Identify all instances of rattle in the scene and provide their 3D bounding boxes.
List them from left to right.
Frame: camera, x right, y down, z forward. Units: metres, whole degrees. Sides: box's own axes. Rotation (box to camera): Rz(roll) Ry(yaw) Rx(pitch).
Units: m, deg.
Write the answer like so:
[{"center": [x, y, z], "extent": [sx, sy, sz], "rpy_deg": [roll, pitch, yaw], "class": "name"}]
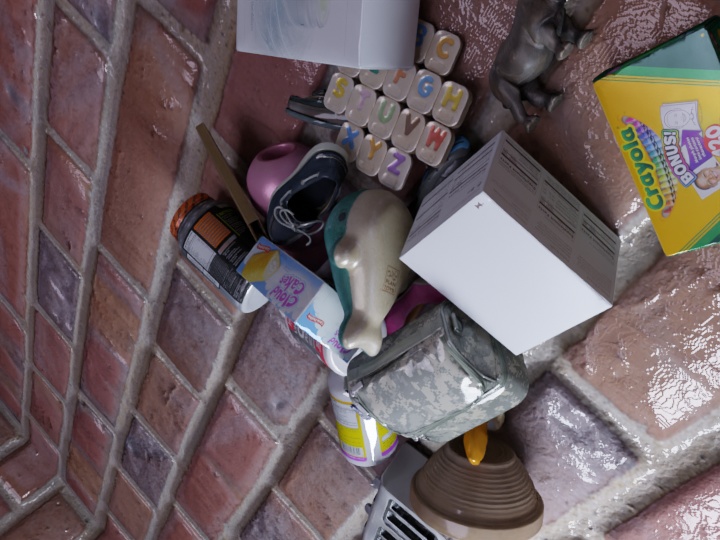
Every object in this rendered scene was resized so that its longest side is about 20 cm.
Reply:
[{"center": [0.110, 0.203, 1.045], "extent": [0.196, 0.145, 0.131], "rpy_deg": [17, 150, 23], "class": "rattle"}]

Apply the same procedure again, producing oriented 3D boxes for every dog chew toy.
[{"center": [-0.098, -0.089, 1.069], "extent": [0.122, 0.125, 0.204], "rpy_deg": [11, 130, 36], "class": "dog chew toy"}]

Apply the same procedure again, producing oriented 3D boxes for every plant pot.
[{"center": [0.172, 0.302, 1.020], "extent": [0.197, 0.199, 0.096], "rpy_deg": [14, 104, 35], "class": "plant pot"}]

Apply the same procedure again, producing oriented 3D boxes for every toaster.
[{"center": [0.106, 0.425, 1.193], "extent": [0.198, 0.118, 0.184], "rpy_deg": [34, 134, 21], "class": "toaster"}]

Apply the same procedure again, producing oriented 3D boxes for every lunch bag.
[{"center": [0.094, 0.128, 0.917], "extent": [0.199, 0.166, 0.142], "rpy_deg": [-35, 46, 34], "class": "lunch bag"}]

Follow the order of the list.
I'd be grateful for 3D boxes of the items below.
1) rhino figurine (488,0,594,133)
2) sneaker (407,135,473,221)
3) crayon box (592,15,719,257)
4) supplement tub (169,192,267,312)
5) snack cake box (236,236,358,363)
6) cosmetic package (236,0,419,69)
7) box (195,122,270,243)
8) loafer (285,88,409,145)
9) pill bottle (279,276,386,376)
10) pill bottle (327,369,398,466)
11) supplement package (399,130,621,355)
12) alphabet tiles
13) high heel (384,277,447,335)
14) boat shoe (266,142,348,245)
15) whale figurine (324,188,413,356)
[{"center": [0.196, -0.257, 0.741], "extent": [0.087, 0.059, 0.203], "rpy_deg": [44, 134, 27], "class": "rhino figurine"}, {"center": [0.109, -0.091, 0.926], "extent": [0.081, 0.074, 0.202], "rpy_deg": [29, 138, 1], "class": "sneaker"}, {"center": [0.330, -0.128, 0.699], "extent": [0.117, 0.058, 0.204], "rpy_deg": [-19, 101, 46], "class": "crayon box"}, {"center": [-0.229, -0.035, 1.212], "extent": [0.199, 0.122, 0.124], "rpy_deg": [42, 136, 15], "class": "supplement tub"}, {"center": [-0.081, 0.037, 0.980], "extent": [0.115, 0.068, 0.199], "rpy_deg": [44, 173, -37], "class": "snack cake box"}, {"center": [-0.036, -0.351, 0.819], "extent": [0.196, 0.122, 0.205], "rpy_deg": [17, 112, 32], "class": "cosmetic package"}, {"center": [-0.189, -0.111, 1.101], "extent": [0.202, 0.021, 0.164], "rpy_deg": [59, 173, 25], "class": "box"}, {"center": [-0.013, -0.221, 0.957], "extent": [0.196, 0.071, 0.065], "rpy_deg": [20, 108, 24], "class": "loafer"}, {"center": [-0.053, 0.076, 1.105], "extent": [0.199, 0.109, 0.113], "rpy_deg": [30, 135, 52], "class": "pill bottle"}, {"center": [0.003, 0.215, 1.167], "extent": [0.102, 0.104, 0.205], "rpy_deg": [11, 123, 36], "class": "pill bottle"}, {"center": [0.174, -0.025, 0.819], "extent": [0.199, 0.112, 0.155], "rpy_deg": [38, 138, -13], "class": "supplement package"}, {"center": [0.041, -0.213, 0.875], "extent": [0.198, 0.014, 0.199], "rpy_deg": [33, 107, 27], "class": "alphabet tiles"}, {"center": [0.092, 0.056, 1.011], "extent": [0.197, 0.066, 0.099], "rpy_deg": [-9, 99, 50], "class": "high heel"}, {"center": [-0.076, -0.086, 0.942], "extent": [0.074, 0.063, 0.199], "rpy_deg": [26, 139, -23], "class": "boat shoe"}, {"center": [0.000, 0.000, 0.884], "extent": [0.102, 0.158, 0.206], "rpy_deg": [3, 79, 36], "class": "whale figurine"}]
